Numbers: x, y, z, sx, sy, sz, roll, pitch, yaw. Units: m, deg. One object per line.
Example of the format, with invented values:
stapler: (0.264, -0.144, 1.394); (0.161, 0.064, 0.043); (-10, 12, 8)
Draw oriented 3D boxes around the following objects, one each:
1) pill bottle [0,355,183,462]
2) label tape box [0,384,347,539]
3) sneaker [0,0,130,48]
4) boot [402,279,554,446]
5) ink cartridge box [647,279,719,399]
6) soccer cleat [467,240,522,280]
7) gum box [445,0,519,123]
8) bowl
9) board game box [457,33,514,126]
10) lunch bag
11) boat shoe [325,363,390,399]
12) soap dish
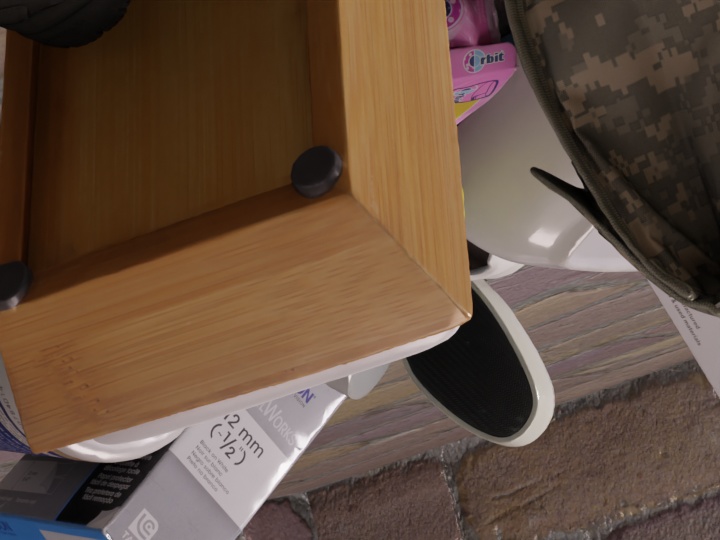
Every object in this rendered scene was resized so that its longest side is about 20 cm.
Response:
pill bottle: (-0.164, 0.034, 1.126); (0.110, 0.112, 0.199); (-9, -176, -34)
label tape box: (-0.086, 0.074, 1.161); (0.143, 0.066, 0.200); (-3, -136, 56)
sneaker: (-0.086, -0.116, 0.668); (0.090, 0.077, 0.200); (0, 162, -37)
boot: (0.067, 0.018, 1.372); (0.072, 0.200, 0.144); (-47, 158, 21)
ink cartridge box: (0.279, -0.042, 1.318); (0.199, 0.147, 0.147); (-22, -160, 35)
soccer cleat: (-0.001, -0.023, 1.275); (0.198, 0.070, 0.077); (0, -175, 21)
gum box: (-0.021, -0.080, 0.994); (0.113, 0.067, 0.200); (-11, 170, -20)
bowl: (0.151, -0.070, 1.104); (0.199, 0.075, 0.200); (1, 138, -50)
board game box: (0.123, -0.092, 1.231); (0.199, 0.047, 0.151); (-8, 168, -42)
lunch bag: (0.129, -0.068, 0.896); (0.117, 0.201, 0.164); (-18, 171, 17)
boat shoe: (0.000, 0.000, 1.110); (0.063, 0.071, 0.200); (22, -156, 5)
soap dish: (-0.048, -0.052, 0.763); (0.156, 0.201, 0.081); (-18, 142, 19)
